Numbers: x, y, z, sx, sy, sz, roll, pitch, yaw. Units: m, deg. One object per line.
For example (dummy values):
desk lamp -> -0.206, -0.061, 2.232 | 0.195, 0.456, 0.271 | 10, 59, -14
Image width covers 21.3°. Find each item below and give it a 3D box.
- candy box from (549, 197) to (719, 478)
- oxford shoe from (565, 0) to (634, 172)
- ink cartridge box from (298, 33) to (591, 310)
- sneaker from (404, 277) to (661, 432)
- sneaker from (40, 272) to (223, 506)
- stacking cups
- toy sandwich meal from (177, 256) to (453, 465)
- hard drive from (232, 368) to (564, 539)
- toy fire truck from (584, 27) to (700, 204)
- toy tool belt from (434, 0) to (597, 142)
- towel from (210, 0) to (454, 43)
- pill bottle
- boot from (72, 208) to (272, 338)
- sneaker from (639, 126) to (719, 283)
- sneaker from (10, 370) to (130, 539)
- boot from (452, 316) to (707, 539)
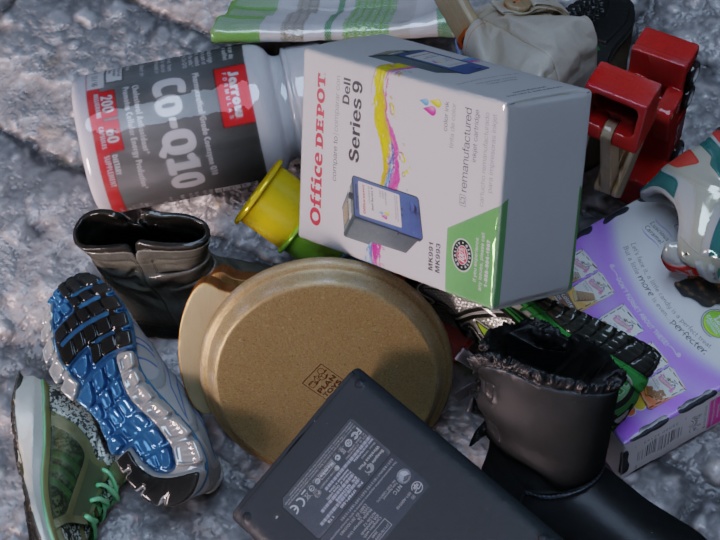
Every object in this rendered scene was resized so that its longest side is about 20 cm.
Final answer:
candy box -> 0.234, 0.033, 1.439 | 0.200, 0.072, 0.168 | -28, 62, -10
oxford shoe -> 0.183, -0.153, 1.552 | 0.073, 0.084, 0.200 | 1, 42, 22
ink cartridge box -> 0.052, -0.072, 1.326 | 0.087, 0.145, 0.200 | -13, 25, -40
sneaker -> 0.109, 0.053, 1.369 | 0.200, 0.078, 0.085 | 26, 90, 30
sneaker -> -0.168, 0.092, 1.432 | 0.075, 0.087, 0.200 | -35, 72, 12
stacking cups -> 0.000, 0.000, 1.445 | 0.200, 0.061, 0.061 | 38, 68, -5
toy sandwich meal -> -0.032, 0.064, 1.407 | 0.205, 0.205, 0.070 | -4, 28, 3
hard drive -> 0.025, 0.179, 1.309 | 0.200, 0.033, 0.140 | 39, 87, 30
toy fire truck -> 0.205, -0.103, 1.433 | 0.049, 0.200, 0.141 | 23, 55, 16
toy tool belt -> 0.104, -0.117, 1.419 | 0.123, 0.200, 0.125 | 29, 52, 26
towel -> -0.015, -0.211, 1.568 | 0.200, 0.149, 0.031 | -1, 104, 4
pill bottle -> -0.121, -0.118, 1.530 | 0.200, 0.114, 0.114 | -12, 61, -1
boot -> -0.112, 0.005, 1.451 | 0.200, 0.131, 0.068 | 2, 61, 6
sneaker -> 0.274, -0.004, 1.386 | 0.093, 0.070, 0.200 | -30, 64, 8
sneaker -> -0.205, 0.160, 1.413 | 0.089, 0.077, 0.200 | -8, 64, -13
boot -> 0.156, 0.126, 1.291 | 0.198, 0.163, 0.073 | 21, 40, 27
